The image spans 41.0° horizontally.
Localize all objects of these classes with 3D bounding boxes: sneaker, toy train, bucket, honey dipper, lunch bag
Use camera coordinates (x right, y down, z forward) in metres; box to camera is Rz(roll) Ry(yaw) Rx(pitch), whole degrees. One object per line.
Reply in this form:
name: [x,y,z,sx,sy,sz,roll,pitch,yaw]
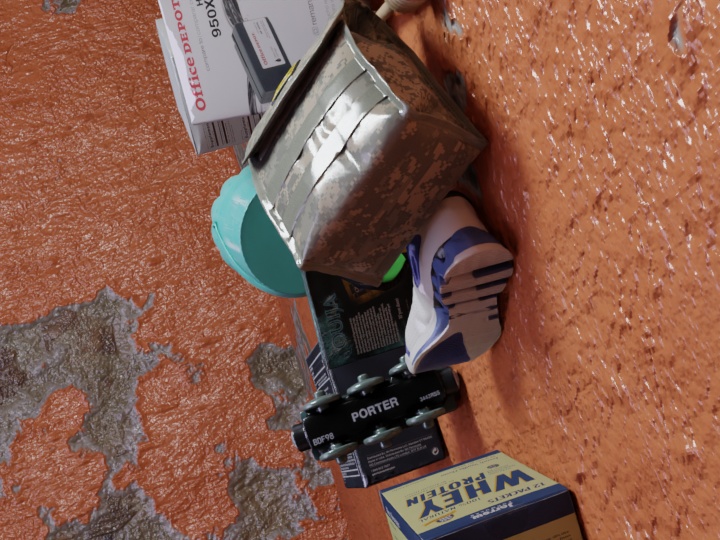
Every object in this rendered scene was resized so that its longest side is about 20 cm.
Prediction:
sneaker: [0.078,-0.002,0.859,0.200,0.080,0.116,99,157,-54]
toy train: [0.020,0.159,1.092,0.114,0.198,0.086,52,-164,-77]
bucket: [-0.112,-0.063,1.440,0.135,0.205,0.209,-150,44,-66]
honey dipper: [0.027,-0.238,0.855,0.200,0.038,0.038,-148,43,-80]
lunch bag: [-0.016,-0.118,0.813,0.164,0.117,0.201,-52,48,24]

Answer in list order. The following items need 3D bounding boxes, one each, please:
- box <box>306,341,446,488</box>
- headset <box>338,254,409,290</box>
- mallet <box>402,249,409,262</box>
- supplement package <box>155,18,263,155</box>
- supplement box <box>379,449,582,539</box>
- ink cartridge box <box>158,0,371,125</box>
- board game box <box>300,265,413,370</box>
box: [0.016,0.184,1.324,0.200,0.122,0.200,125,127,-75]
headset: [-0.011,-0.050,0.977,0.200,0.093,0.125,23,-106,-59]
mallet: [0.038,-0.018,0.942,0.200,0.041,0.066,55,-130,-60]
supplement package: [-0.168,-0.286,1.370,0.192,0.198,0.148,-121,18,-57]
supplement box: [0.123,0.296,0.885,0.200,0.133,0.202,176,78,-80]
ink cartridge box: [-0.090,-0.239,0.980,0.084,0.198,0.146,-48,-52,-62]
board game box: [0.000,0.000,1.088,0.028,0.134,0.202,-133,29,-68]
